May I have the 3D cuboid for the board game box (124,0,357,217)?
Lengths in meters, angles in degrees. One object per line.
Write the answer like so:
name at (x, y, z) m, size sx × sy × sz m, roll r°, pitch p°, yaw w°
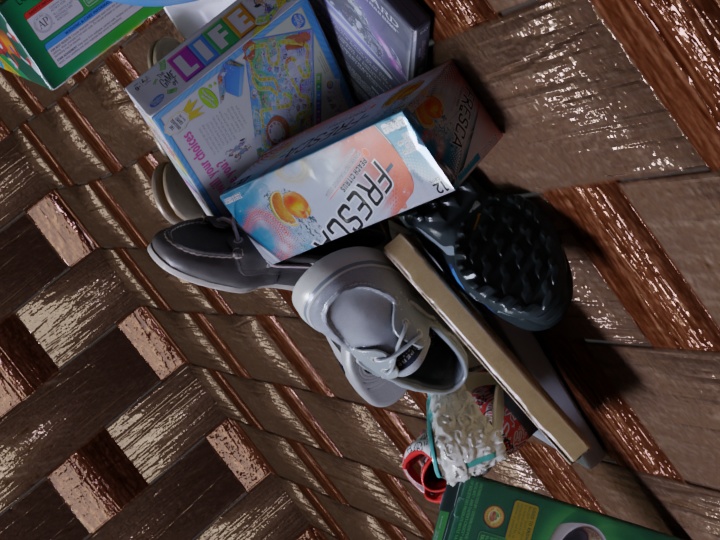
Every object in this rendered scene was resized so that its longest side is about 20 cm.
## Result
board game box at (-0.073, -0.109, 1.368) m, size 0.034 × 0.134 × 0.200 m, roll 47°, pitch 172°, yaw 29°

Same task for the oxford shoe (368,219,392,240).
oxford shoe at (0.000, 0.000, 1.525) m, size 0.201 × 0.071 × 0.072 m, roll 74°, pitch 178°, yaw -51°

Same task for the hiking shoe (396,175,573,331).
hiking shoe at (0.099, -0.007, 1.318) m, size 0.087 × 0.074 × 0.200 m, roll 50°, pitch 180°, yaw -33°

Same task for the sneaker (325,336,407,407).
sneaker at (-0.017, 0.027, 1.827) m, size 0.112 × 0.073 × 0.201 m, roll 38°, pitch 154°, yaw 56°

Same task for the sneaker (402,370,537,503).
sneaker at (0.072, 0.134, 1.601) m, size 0.067 × 0.108 × 0.201 m, roll 52°, pitch 168°, yaw -10°

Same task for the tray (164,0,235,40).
tray at (-0.060, -0.146, 1.487) m, size 0.107 × 0.022 × 0.201 m, roll -13°, pitch 121°, yaw 35°

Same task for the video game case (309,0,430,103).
video game case at (-0.007, -0.173, 1.312) m, size 0.143 × 0.019 × 0.200 m, roll 48°, pitch 167°, yaw 13°

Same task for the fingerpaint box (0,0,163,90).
fingerpaint box at (-0.181, -0.223, 1.364) m, size 0.074 × 0.200 × 0.167 m, roll 57°, pitch 167°, yaw -24°

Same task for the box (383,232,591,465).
box at (0.092, 0.054, 1.410) m, size 0.200 × 0.021 × 0.163 m, roll 49°, pitch -177°, yaw 3°

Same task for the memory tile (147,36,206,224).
memory tile at (-0.101, -0.091, 1.519) m, size 0.200 × 0.017 × 0.154 m, roll 20°, pitch -122°, yaw -56°

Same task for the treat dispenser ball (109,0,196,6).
treat dispenser ball at (-0.115, -0.246, 1.055) m, size 0.201 × 0.201 × 0.201 m, roll 48°, pitch 167°, yaw 14°

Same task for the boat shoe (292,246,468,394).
boat shoe at (0.024, 0.042, 1.382) m, size 0.072 × 0.070 × 0.201 m, roll 50°, pitch -170°, yaw 31°

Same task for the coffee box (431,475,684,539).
coffee box at (0.148, 0.240, 1.503) m, size 0.199 × 0.124 × 0.044 m, roll 17°, pitch 175°, yaw -15°

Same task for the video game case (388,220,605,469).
video game case at (0.104, 0.058, 1.576) m, size 0.200 × 0.023 × 0.182 m, roll 57°, pitch 166°, yaw -28°

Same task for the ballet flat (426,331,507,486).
ballet flat at (0.078, 0.086, 1.506) m, size 0.201 × 0.071 × 0.072 m, roll -100°, pitch -15°, yaw -48°

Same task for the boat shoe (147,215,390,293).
boat shoe at (-0.062, -0.018, 1.393) m, size 0.199 × 0.057 × 0.067 m, roll 10°, pitch -153°, yaw -40°

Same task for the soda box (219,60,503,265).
soda box at (-0.002, -0.069, 1.287) m, size 0.199 × 0.068 × 0.064 m, roll -22°, pitch 110°, yaw 48°
